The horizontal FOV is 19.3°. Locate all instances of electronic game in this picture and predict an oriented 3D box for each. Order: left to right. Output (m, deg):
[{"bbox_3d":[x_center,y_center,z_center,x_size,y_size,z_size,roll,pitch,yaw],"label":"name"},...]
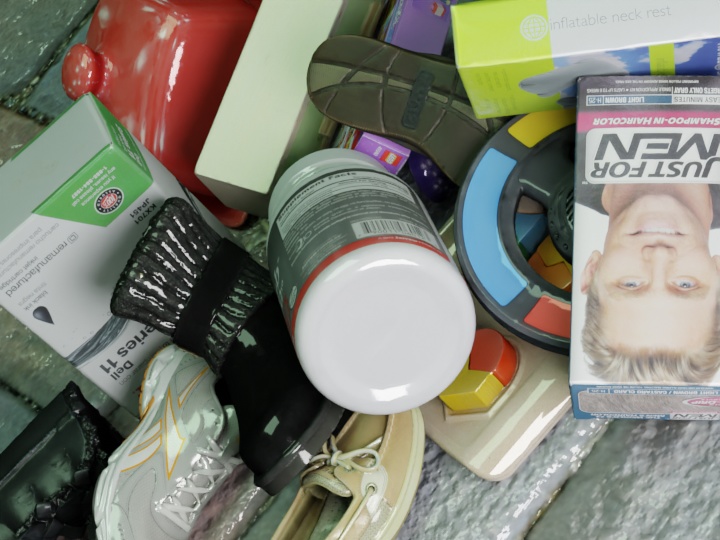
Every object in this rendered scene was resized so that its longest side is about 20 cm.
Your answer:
[{"bbox_3d":[0.156,-0.034,1.325,0.198,0.042,0.201,-6,57,9],"label":"electronic game"}]

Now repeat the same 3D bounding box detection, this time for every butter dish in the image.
[{"bbox_3d":[-0.166,-0.150,1.671,0.200,0.147,0.201,27,110,52],"label":"butter dish"}]

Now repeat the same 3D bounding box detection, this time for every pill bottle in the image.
[{"bbox_3d":[0.000,0.000,1.381,0.116,0.116,0.200,-39,25,8],"label":"pill bottle"}]

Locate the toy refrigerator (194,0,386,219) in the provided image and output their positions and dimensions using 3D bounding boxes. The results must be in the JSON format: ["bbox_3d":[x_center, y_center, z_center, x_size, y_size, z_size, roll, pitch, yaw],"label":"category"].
[{"bbox_3d":[-0.046,-0.142,1.562,0.069,0.076,0.202,16,77,21],"label":"toy refrigerator"}]

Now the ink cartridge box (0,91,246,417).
[{"bbox_3d":[-0.181,-0.007,1.550,0.146,0.200,0.083,-41,39,6],"label":"ink cartridge box"}]

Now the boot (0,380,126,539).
[{"bbox_3d":[-0.262,0.150,1.582,0.162,0.073,0.198,-45,43,3],"label":"boot"}]

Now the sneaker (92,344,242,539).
[{"bbox_3d":[-0.118,0.130,1.464,0.091,0.076,0.201,-10,49,32],"label":"sneaker"}]

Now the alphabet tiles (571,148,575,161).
[{"bbox_3d":[0.175,-0.171,1.426,0.167,0.008,0.201,38,90,33],"label":"alphabet tiles"}]

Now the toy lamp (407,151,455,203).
[{"bbox_3d":[0.125,-0.113,1.473,0.199,0.058,0.059,-26,40,23],"label":"toy lamp"}]

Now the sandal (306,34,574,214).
[{"bbox_3d":[0.056,-0.101,1.428,0.199,0.055,0.082,22,93,19],"label":"sandal"}]

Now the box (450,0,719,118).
[{"bbox_3d":[0.161,-0.139,1.302,0.198,0.122,0.048,-6,78,8],"label":"box"}]

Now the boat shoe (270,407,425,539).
[{"bbox_3d":[-0.025,0.160,1.337,0.073,0.063,0.202,9,66,55],"label":"boat shoe"}]

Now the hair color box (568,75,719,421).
[{"bbox_3d":[0.176,-0.015,1.255,0.099,0.061,0.202,0,66,9],"label":"hair color box"}]

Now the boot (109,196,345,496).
[{"bbox_3d":[-0.093,0.049,1.408,0.080,0.157,0.212,-49,17,20],"label":"boot"}]

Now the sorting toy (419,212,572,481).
[{"bbox_3d":[0.088,0.026,1.392,0.185,0.036,0.200,-48,36,-5],"label":"sorting toy"}]

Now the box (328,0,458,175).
[{"bbox_3d":[0.021,-0.134,1.555,0.137,0.039,0.201,126,164,-57],"label":"box"}]
